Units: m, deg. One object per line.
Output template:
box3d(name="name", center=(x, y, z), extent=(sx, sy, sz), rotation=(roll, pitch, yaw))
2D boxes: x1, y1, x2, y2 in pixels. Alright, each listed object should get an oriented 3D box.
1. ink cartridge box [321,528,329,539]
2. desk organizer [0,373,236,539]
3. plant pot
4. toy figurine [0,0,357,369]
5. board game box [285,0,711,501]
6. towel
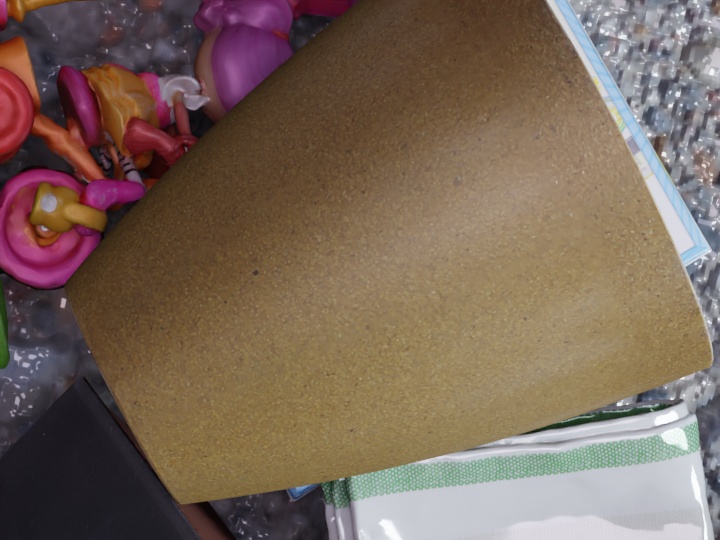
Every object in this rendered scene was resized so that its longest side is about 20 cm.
box3d(name="ink cartridge box", center=(0.016, 0.207, 1.150), extent=(0.147, 0.086, 0.201), rotation=(27, 91, -4))
box3d(name="desk organizer", center=(-0.074, 0.130, 1.080), extent=(0.072, 0.200, 0.077), rotation=(-45, 127, 1))
box3d(name="plant pot", center=(0.000, 0.000, 1.047), extent=(0.199, 0.186, 0.187), rotation=(-29, 95, -2))
box3d(name="toy figurine", center=(-0.084, -0.083, 1.105), extent=(0.183, 0.150, 0.201), rotation=(-16, 88, -11))
box3d(name="board game box", center=(0.023, -0.015, 1.161), extent=(0.199, 0.034, 0.135), rotation=(-30, 94, 0))
box3d(name="towel", center=(0.071, 0.158, 1.093), extent=(0.148, 0.031, 0.201), rotation=(-8, 93, -1))
